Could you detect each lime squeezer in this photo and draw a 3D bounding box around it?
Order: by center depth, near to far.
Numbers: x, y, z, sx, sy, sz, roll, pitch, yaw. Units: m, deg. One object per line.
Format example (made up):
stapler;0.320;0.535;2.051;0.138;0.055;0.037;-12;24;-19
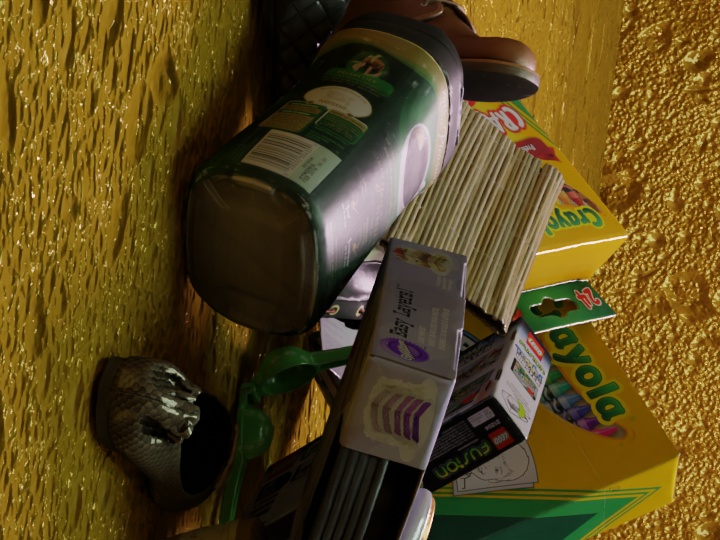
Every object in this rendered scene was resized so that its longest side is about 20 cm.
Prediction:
lime squeezer;-0.044;0.091;1.422;0.200;0.071;0.038;-50;176;-16

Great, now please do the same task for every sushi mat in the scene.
sushi mat;0.072;-0.039;1.494;0.012;0.096;0.200;-52;-173;33

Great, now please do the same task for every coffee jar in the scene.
coffee jar;-0.015;-0.058;1.319;0.200;0.085;0.105;-49;151;-48

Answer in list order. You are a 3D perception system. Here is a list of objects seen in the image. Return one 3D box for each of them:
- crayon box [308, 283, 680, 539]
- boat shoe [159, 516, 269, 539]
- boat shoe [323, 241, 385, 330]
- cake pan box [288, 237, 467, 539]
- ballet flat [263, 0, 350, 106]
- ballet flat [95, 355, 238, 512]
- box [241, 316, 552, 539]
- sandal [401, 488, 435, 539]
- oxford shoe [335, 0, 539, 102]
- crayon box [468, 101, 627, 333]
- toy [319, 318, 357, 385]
crayon box;0.085;0.095;1.578;0.058;0.172;0.200;83;-19;-50
boat shoe;-0.074;0.215;1.309;0.074;0.066;0.200;-84;169;-57
boat shoe;-0.002;-0.002;1.463;0.063;0.074;0.201;-50;154;15
cake pan box;0.005;0.099;1.265;0.200;0.052;0.185;-78;-175;-70
ballet flat;-0.024;-0.101;1.427;0.067;0.057;0.200;-84;173;-45
ballet flat;-0.087;0.083;1.222;0.200;0.046;0.068;61;37;-72
box;0.017;0.109;1.433;0.035;0.200;0.110;53;24;-11
sandal;0.015;0.223;1.319;0.079;0.059;0.207;-91;-157;-82
oxford shoe;0.038;-0.142;1.445;0.071;0.200;0.071;20;88;-38
crayon box;0.091;-0.051;1.589;0.127;0.200;0.051;-11;148;-53
toy;-0.008;0.008;1.551;0.115;0.047;0.200;42;34;-45
